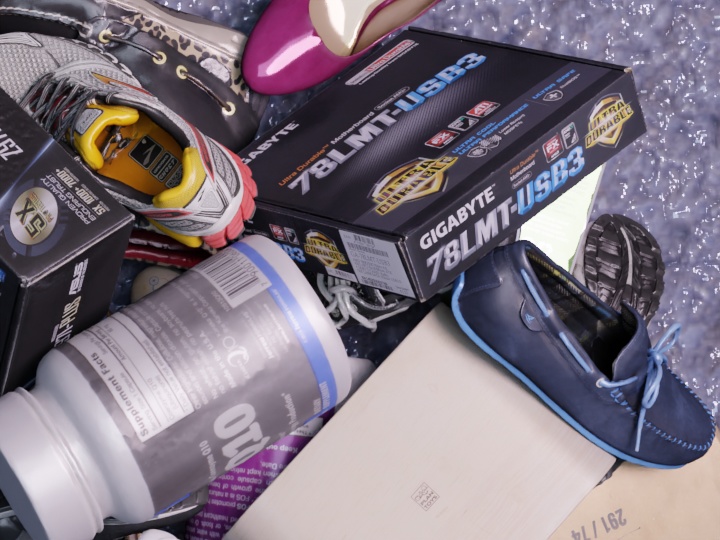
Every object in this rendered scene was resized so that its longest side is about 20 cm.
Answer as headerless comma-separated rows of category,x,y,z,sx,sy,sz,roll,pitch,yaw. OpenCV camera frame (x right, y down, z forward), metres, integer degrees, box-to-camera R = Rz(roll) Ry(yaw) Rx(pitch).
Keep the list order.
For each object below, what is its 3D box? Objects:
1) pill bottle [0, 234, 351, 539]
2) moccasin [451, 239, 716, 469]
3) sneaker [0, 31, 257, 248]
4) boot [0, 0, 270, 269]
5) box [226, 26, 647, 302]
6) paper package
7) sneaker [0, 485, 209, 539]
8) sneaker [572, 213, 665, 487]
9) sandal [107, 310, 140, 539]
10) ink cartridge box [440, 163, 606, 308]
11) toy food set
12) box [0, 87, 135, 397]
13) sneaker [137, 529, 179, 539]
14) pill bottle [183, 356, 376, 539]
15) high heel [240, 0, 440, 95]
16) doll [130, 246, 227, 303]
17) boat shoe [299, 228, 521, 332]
pill bottle,-0.115,0.074,1.489,0.200,0.114,0.114,-31,95,-15
moccasin,0.144,0.053,1.539,0.200,0.068,0.081,32,39,-27
sneaker,-0.151,-0.088,1.515,0.200,0.082,0.078,29,87,23
boot,-0.156,-0.092,1.605,0.200,0.073,0.151,17,69,-17
box,0.033,-0.068,1.545,0.200,0.198,0.050,-37,124,-28
paper package,0.169,0.205,1.663,0.200,0.103,0.191,-30,93,-9
sneaker,-0.191,0.146,1.564,0.199,0.088,0.076,-4,49,-4
sneaker,0.141,0.063,1.641,0.074,0.079,0.201,26,57,-13
sandal,-0.145,0.119,1.619,0.054,0.082,0.201,-15,94,-31
ink cartridge box,0.100,-0.017,1.652,0.059,0.104,0.201,18,86,-9
toy food set,0.036,0.136,1.553,0.143,0.060,0.200,42,81,3
box,-0.241,-0.028,1.516,0.200,0.164,0.086,44,53,16
sneaker,-0.169,0.218,1.567,0.099,0.200,0.078,29,39,-1
pill bottle,-0.053,0.149,1.616,0.112,0.112,0.201,7,88,-11
high heel,0.013,-0.176,1.617,0.200,0.096,0.067,-43,107,-24
doll,-0.056,-0.023,1.650,0.200,0.048,0.137,-28,86,-7
boat shoe,0.001,0.003,1.577,0.199,0.068,0.074,-13,99,13
